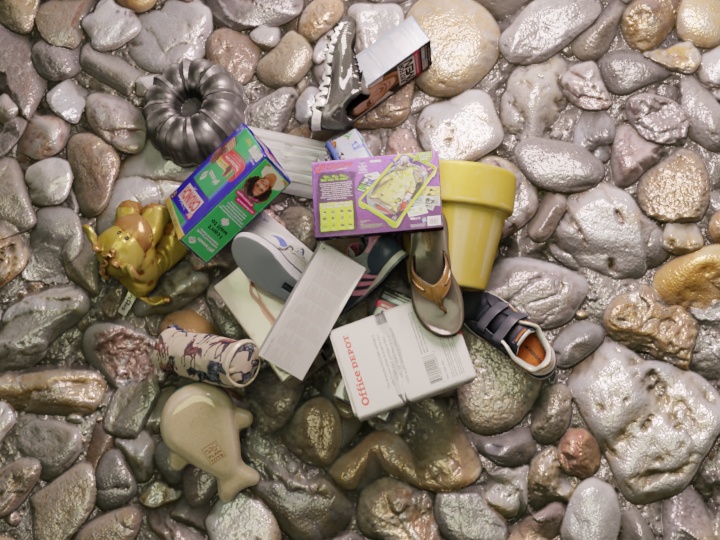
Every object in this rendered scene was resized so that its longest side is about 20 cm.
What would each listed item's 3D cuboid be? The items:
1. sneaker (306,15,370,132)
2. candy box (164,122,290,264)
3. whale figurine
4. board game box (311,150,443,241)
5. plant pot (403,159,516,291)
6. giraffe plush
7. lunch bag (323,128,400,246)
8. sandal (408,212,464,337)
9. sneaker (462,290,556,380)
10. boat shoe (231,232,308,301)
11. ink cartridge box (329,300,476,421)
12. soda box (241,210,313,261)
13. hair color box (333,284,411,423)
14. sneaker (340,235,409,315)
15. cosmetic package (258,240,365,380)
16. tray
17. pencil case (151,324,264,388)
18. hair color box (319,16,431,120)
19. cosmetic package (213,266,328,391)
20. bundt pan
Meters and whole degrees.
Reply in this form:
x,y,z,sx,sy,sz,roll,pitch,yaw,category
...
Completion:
x,y,z,sx,sy,sz,roll,pitch,yaw,category
-0.022,-0.319,1.627,0.089,0.066,0.204,14,82,7,sneaker
-0.229,-0.132,1.658,0.200,0.077,0.169,-45,33,5,candy box
-0.245,0.277,1.619,0.158,0.104,0.202,-33,99,-2,whale figurine
0.025,-0.113,1.493,0.196,0.032,0.122,-4,82,7,board game box
0.148,-0.067,1.598,0.197,0.201,0.193,5,86,8,plant pot
-0.395,-0.036,1.668,0.169,0.162,0.204,10,77,9,giraffe plush
0.006,-0.124,1.614,0.075,0.201,0.162,-24,58,-1,lunch bag
0.112,0.002,1.492,0.080,0.055,0.204,-4,92,8,sandal
0.240,0.095,1.601,0.199,0.079,0.079,38,84,16,sneaker
-0.115,-0.005,1.596,0.200,0.086,0.075,34,122,-5,boat shoe
0.065,0.137,1.547,0.197,0.084,0.147,-19,78,-2,ink cartridge box
-0.137,-0.034,1.685,0.199,0.068,0.064,41,84,14,soda box
0.042,0.139,1.623,0.098,0.061,0.203,23,80,11,hair color box
0.000,0.000,1.610,0.082,0.200,0.070,50,42,5,sneaker
-0.077,0.061,1.531,0.082,0.051,0.202,30,94,-10,cosmetic package
-0.131,-0.193,1.748,0.196,0.022,0.109,12,77,10,tray
-0.249,0.139,1.604,0.198,0.079,0.089,6,34,38,pencil case
0.029,-0.345,1.718,0.199,0.099,0.061,-36,76,-3,hair color box
-0.148,0.090,1.638,0.087,0.103,0.201,-38,76,-5,cosmetic package
-0.303,-0.293,1.762,0.198,0.076,0.206,-3,74,9,bundt pan
